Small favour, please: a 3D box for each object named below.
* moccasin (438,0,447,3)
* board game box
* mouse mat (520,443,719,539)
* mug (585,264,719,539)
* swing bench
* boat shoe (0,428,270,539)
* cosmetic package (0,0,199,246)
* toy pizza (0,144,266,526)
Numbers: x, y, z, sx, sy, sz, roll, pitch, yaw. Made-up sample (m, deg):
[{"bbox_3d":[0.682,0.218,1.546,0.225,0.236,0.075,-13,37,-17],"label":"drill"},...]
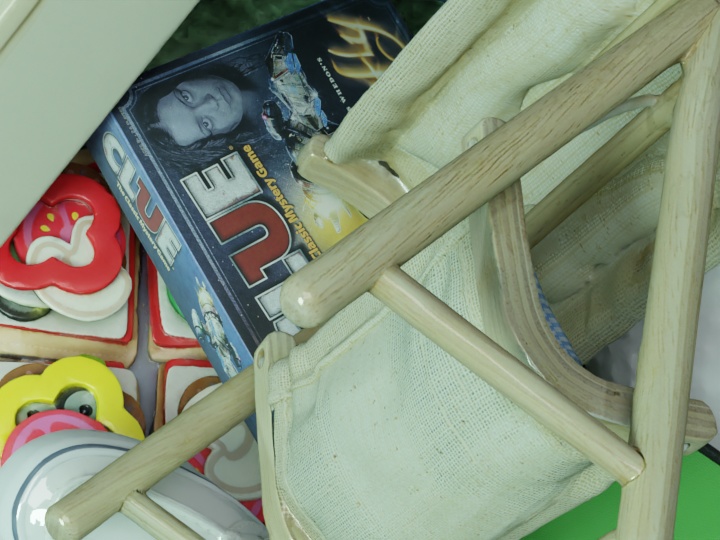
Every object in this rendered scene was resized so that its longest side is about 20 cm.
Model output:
[{"bbox_3d":[-0.013,-0.154,0.848,0.199,0.068,0.081,33,90,-3],"label":"moccasin"},{"bbox_3d":[0.000,0.000,0.792,0.135,0.035,0.201,-26,79,-30],"label":"board game box"},{"bbox_3d":[0.136,0.128,0.739,0.199,0.161,0.008,33,54,-7],"label":"mouse mat"},{"bbox_3d":[0.172,0.002,0.751,0.198,0.148,0.177,-14,74,-4],"label":"mug"},{"bbox_3d":[0.031,0.013,0.654,0.129,0.199,0.200,37,54,-6],"label":"swing bench"},{"bbox_3d":[-0.038,0.121,0.725,0.200,0.065,0.074,35,78,-27],"label":"boat shoe"},{"bbox_3d":[-0.113,-0.121,0.752,0.200,0.073,0.103,-52,53,6],"label":"cosmetic package"},{"bbox_3d":[-0.080,0.031,0.786,0.199,0.032,0.202,8,62,-15],"label":"toy pizza"}]
